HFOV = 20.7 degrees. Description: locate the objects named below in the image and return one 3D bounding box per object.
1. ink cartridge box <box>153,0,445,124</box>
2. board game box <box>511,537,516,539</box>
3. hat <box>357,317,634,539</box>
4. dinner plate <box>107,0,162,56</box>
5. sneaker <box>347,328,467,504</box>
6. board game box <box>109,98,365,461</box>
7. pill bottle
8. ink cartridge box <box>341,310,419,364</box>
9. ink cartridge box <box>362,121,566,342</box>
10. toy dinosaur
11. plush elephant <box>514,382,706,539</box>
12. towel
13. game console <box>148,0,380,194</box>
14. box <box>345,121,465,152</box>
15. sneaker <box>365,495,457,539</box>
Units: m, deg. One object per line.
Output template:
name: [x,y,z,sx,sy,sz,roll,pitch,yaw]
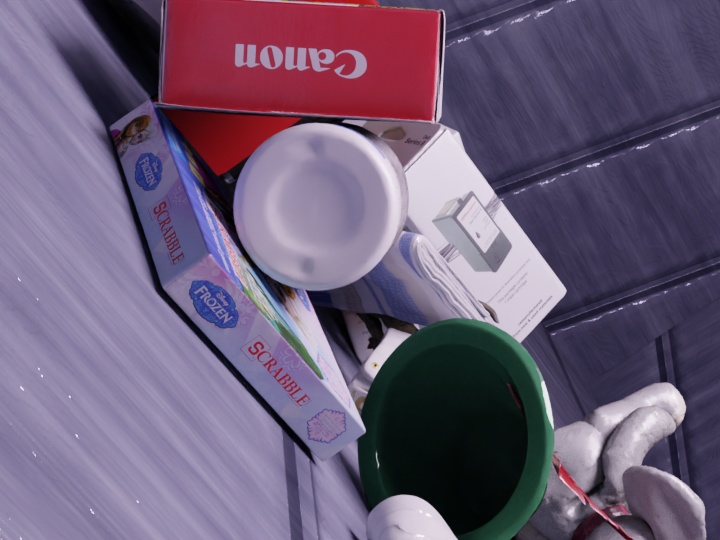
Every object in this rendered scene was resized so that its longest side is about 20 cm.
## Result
ink cartridge box: [-0.039,-0.150,1.408,0.176,0.199,0.084,-68,162,-84]
board game box: [0.112,0.238,1.620,0.165,0.057,0.201,46,13,-50]
hat: [0.116,0.148,1.453,0.176,0.165,0.201,20,50,-51]
dinner plate: [-0.166,-0.205,1.654,0.200,0.024,0.200,42,-9,8]
sneaker: [0.037,0.130,1.536,0.115,0.074,0.201,18,41,-3]
board game box: [-0.086,0.005,1.366,0.200,0.041,0.200,51,9,-39]
pill bottle: [-0.023,-0.050,1.409,0.114,0.113,0.200,56,7,-1]
ink cartridge box: [0.037,0.102,1.840,0.162,0.050,0.201,25,49,-78]
ink cartridge box: [0.069,-0.034,1.759,0.200,0.084,0.146,52,-17,-23]
toy dinosaur: [0.029,0.021,1.701,0.200,0.077,0.102,28,-20,46]
plush elephant: [0.195,0.194,1.527,0.155,0.165,0.200,55,25,19]
towel: [0.000,0.000,1.603,0.199,0.024,0.147,12,-25,36]
game console: [-0.066,-0.161,1.595,0.119,0.199,0.172,54,7,-18]
box: [0.024,-0.086,1.933,0.200,0.097,0.125,31,-34,55]
sneaker: [0.079,0.250,1.318,0.200,0.074,0.116,44,14,-24]
